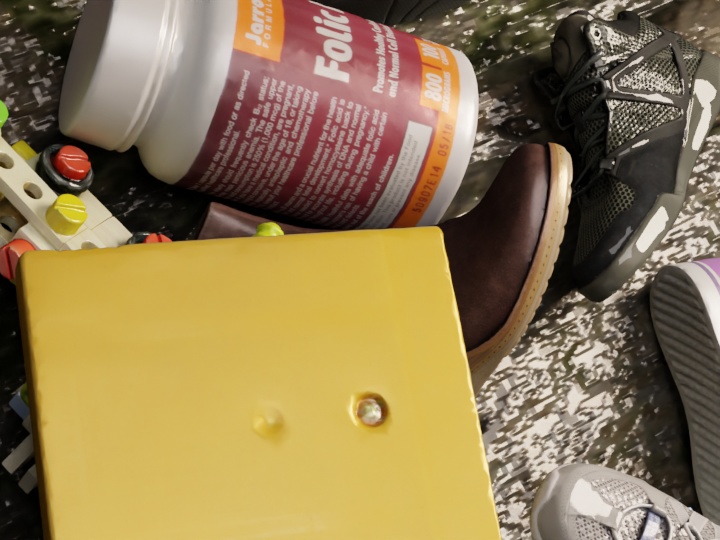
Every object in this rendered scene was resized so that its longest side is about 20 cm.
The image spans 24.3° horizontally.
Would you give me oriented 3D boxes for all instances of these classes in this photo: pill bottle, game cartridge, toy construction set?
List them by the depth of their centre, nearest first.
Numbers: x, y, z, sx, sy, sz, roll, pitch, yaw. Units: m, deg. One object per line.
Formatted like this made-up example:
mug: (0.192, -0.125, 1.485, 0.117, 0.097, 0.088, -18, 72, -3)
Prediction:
game cartridge: (-0.044, 0.070, 0.741, 0.200, 0.032, 0.176, -4, 71, -17)
toy construction set: (-0.166, 0.002, 0.810, 0.200, 0.092, 0.131, 58, 35, -7)
pill bottle: (-0.049, -0.090, 0.882, 0.200, 0.114, 0.114, 15, 67, -21)

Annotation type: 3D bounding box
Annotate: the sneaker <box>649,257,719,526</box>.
sneaker: (0.253, 0.085, 0.992, 0.114, 0.073, 0.201, -3, 74, -29)

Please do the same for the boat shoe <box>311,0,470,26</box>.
boat shoe: (-0.012, -0.180, 0.956, 0.202, 0.074, 0.065, -6, 80, -19)

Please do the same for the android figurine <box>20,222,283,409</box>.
android figurine: (-0.060, 0.069, 0.774, 0.182, 0.041, 0.200, 30, 61, -5)

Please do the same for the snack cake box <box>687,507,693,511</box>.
snack cake box: (0.133, 0.233, 0.887, 0.200, 0.067, 0.115, -39, 92, -30)

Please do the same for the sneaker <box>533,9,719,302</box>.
sneaker: (0.143, -0.077, 0.993, 0.114, 0.076, 0.199, 32, 59, -10)

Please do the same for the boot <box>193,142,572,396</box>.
boot: (0.000, 0.000, 0.847, 0.166, 0.072, 0.200, 24, 107, -10)

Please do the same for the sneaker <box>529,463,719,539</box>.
sneaker: (0.180, 0.153, 0.850, 0.200, 0.082, 0.075, 30, 62, -12)
